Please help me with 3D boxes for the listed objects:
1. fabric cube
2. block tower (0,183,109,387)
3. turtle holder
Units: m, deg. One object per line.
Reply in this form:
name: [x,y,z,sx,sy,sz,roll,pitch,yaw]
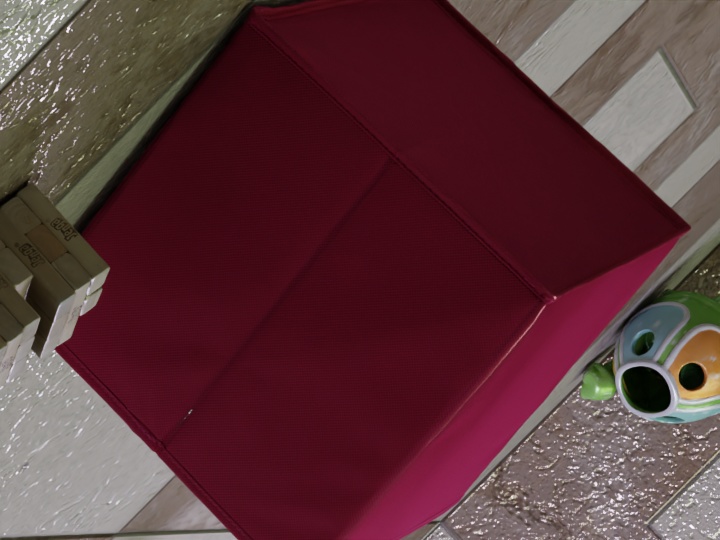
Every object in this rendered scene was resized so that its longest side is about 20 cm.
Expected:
fabric cube: [0.000,0.000,1.402,0.199,0.200,0.196,-52,166,25]
block tower: [-0.198,0.045,1.224,0.200,0.058,0.054,-36,166,-30]
turtle holder: [0.327,0.095,3.151,0.132,0.185,0.141,-35,134,-42]
